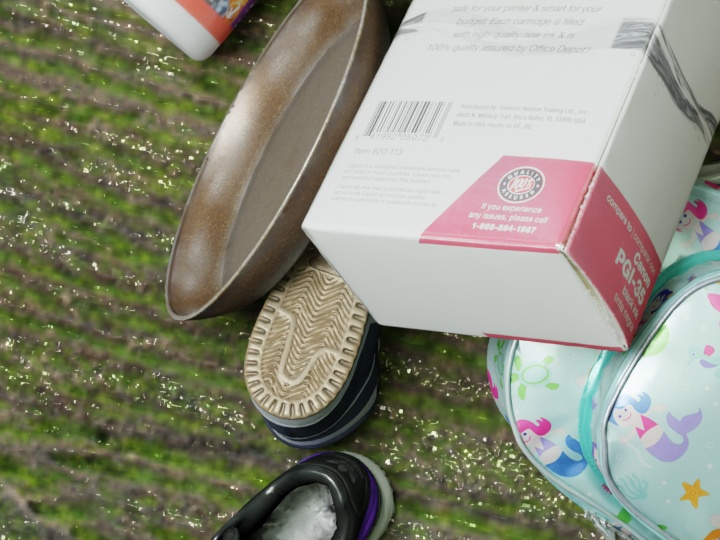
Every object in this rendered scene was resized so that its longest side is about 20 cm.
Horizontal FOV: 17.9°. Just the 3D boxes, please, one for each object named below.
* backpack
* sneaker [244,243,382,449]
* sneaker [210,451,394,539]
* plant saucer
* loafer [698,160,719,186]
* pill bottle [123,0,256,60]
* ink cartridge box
[{"bbox_3d":[0.163,0.051,1.102,0.199,0.151,0.178,35,96,-3],"label":"backpack"},{"bbox_3d":[0.000,0.000,1.183,0.070,0.109,0.201,24,72,11],"label":"sneaker"},{"bbox_3d":[-0.066,0.170,1.164,0.069,0.100,0.201,37,89,11],"label":"sneaker"},{"bbox_3d":[-0.038,-0.060,1.150,0.032,0.200,0.202,26,88,-18],"label":"plant saucer"},{"bbox_3d":[0.150,-0.024,1.175,0.198,0.072,0.064,-3,91,4],"label":"loafer"},{"bbox_3d":[-0.061,-0.219,1.198,0.111,0.111,0.200,40,90,9],"label":"pill bottle"},{"bbox_3d":[0.084,-0.073,1.058,0.146,0.083,0.201,5,58,37],"label":"ink cartridge box"}]
